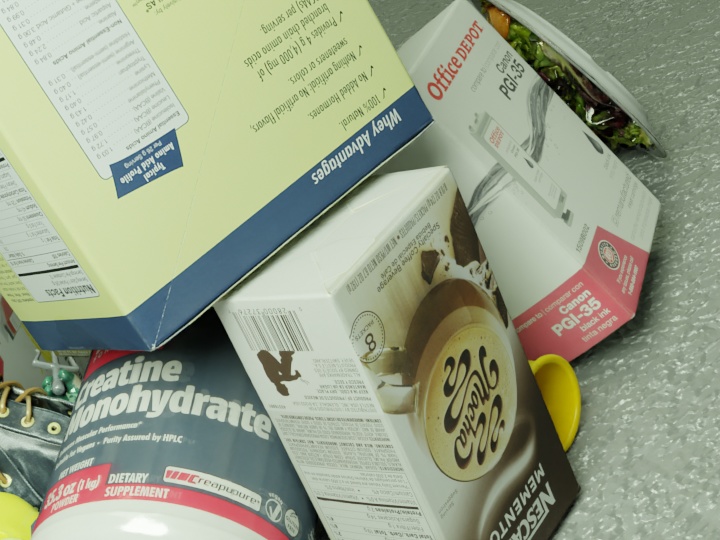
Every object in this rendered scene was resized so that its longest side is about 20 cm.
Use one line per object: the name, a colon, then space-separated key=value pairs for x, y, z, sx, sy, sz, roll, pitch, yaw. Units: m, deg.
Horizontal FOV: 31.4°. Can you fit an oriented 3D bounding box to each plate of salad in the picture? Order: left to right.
plate of salad: x=0.151 y=-0.144 z=0.985 sx=0.048 sy=0.200 sz=0.200 roll=-50 pitch=26 yaw=6

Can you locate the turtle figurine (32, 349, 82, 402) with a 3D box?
turtle figurine: x=-0.123 y=0.071 z=0.858 sx=0.150 sy=0.101 sz=0.200 roll=-43 pitch=45 yaw=-4

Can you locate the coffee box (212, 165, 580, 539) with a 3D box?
coffee box: x=0.024 y=0.065 z=0.636 sx=0.080 sy=0.201 sz=0.113 roll=-3 pitch=32 yaw=40

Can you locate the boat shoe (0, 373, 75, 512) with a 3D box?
boat shoe: x=-0.216 y=0.089 z=0.773 sx=0.091 sy=0.201 sz=0.071 roll=-29 pitch=10 yaw=8

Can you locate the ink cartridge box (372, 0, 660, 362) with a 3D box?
ink cartridge box: x=0.087 y=-0.056 z=0.812 sx=0.083 sy=0.200 sz=0.147 roll=-38 pitch=13 yaw=36

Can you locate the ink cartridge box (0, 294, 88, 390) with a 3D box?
ink cartridge box: x=-0.270 y=0.068 z=0.922 sx=0.083 sy=0.146 sz=0.200 roll=-17 pitch=26 yaw=8

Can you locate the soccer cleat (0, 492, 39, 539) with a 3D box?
soccer cleat: x=-0.185 y=0.181 z=0.660 sx=0.064 sy=0.084 sz=0.200 roll=-22 pitch=42 yaw=-1

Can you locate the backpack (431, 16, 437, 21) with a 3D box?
backpack: x=0.063 y=-0.110 z=1.004 sx=0.126 sy=0.167 sz=0.200 roll=-37 pitch=18 yaw=7

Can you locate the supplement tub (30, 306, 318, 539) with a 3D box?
supplement tub: x=-0.087 y=0.095 z=0.682 sx=0.140 sy=0.141 sz=0.201 roll=-11 pitch=44 yaw=20

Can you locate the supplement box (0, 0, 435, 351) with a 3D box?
supplement box: x=-0.110 y=-0.097 z=0.618 sx=0.200 sy=0.200 sz=0.134 roll=-41 pitch=20 yaw=-29

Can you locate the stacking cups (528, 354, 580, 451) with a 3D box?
stacking cups: x=0.032 y=0.077 z=0.775 sx=0.199 sy=0.061 sz=0.061 roll=-1 pitch=32 yaw=41

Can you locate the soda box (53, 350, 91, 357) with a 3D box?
soda box: x=-0.098 y=0.012 z=0.798 sx=0.199 sy=0.064 sz=0.068 roll=0 pitch=54 yaw=9
